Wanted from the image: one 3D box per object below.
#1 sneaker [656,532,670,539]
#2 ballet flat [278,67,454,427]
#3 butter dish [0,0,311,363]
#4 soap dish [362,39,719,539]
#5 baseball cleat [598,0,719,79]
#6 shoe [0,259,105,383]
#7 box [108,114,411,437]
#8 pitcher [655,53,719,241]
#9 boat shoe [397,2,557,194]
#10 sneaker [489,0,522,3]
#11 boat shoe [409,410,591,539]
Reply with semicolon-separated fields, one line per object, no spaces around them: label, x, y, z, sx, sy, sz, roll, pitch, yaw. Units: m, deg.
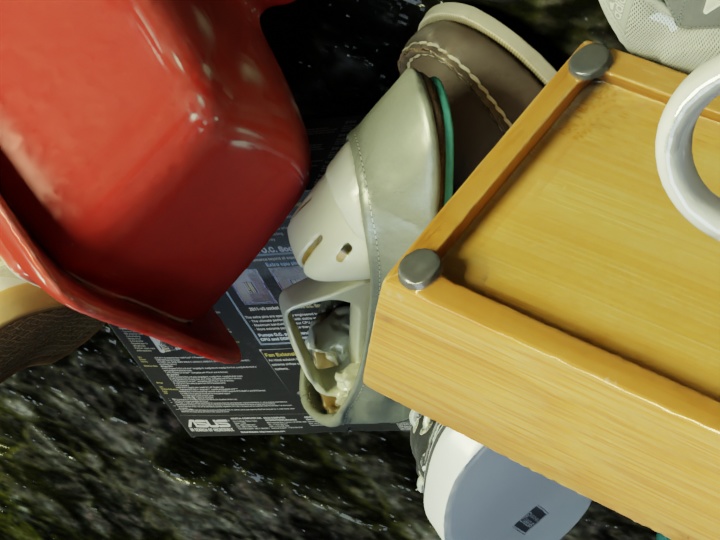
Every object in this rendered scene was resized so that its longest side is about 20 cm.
sneaker;0.188;0.112;1.018;0.071;0.080;0.200;42;143;-20
ballet flat;0.000;0.000;0.993;0.063;0.068;0.200;-8;143;-8
butter dish;-0.087;-0.081;0.965;0.200;0.148;0.200;54;-172;18
soap dish;0.115;0.009;0.869;0.200;0.157;0.081;24;153;36
baseball cleat;0.124;-0.120;0.858;0.106;0.070;0.200;5;138;26
shoe;-0.145;0.010;1.039;0.053;0.070;0.200;52;-177;2
box;-0.028;0.007;1.123;0.199;0.050;0.158;-4;134;34
pitcher;0.203;-0.047;0.761;0.200;0.121;0.172;30;122;4
boat shoe;0.072;-0.012;0.996;0.200;0.059;0.072;57;151;-13
sneaker;0.059;-0.134;0.849;0.060;0.104;0.200;26;144;-2
boat shoe;0.050;0.070;1.017;0.068;0.072;0.200;50;-179;18
